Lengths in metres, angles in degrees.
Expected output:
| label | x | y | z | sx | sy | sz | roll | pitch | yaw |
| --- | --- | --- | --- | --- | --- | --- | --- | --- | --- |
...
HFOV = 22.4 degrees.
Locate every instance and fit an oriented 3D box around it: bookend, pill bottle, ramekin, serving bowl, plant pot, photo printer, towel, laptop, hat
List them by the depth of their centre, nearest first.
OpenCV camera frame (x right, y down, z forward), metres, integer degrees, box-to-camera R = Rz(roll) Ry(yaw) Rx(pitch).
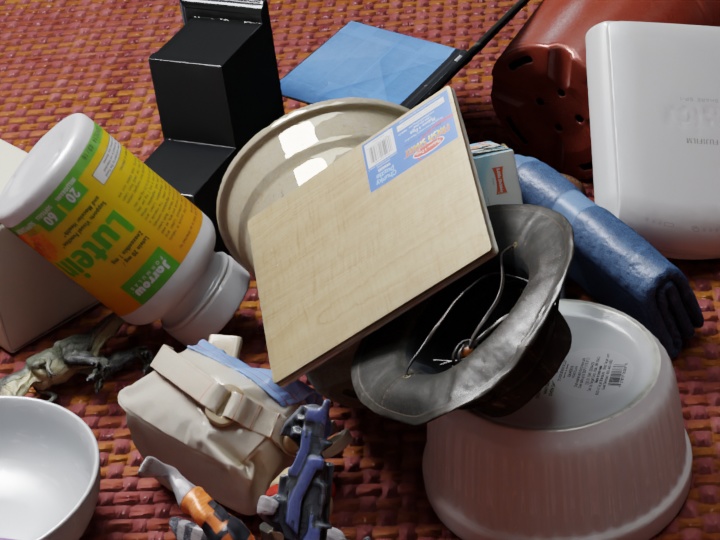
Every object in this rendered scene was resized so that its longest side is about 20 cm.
| label | x | y | z | sx | sy | sz | roll | pitch | yaw |
| --- | --- | --- | --- | --- | --- | --- | --- | --- | --- |
| hat | 0.090 | 0.045 | 1.241 | 0.200 | 0.081 | 0.201 | -38 | 28 | 24 |
| ramekin | 0.140 | 0.107 | 1.322 | 0.199 | 0.105 | 0.200 | -5 | 33 | 3 |
| serving bowl | -0.284 | 0.178 | 1.335 | 0.199 | 0.066 | 0.200 | -5 | 33 | 3 |
| plant pot | 0.000 | 0.000 | 1.426 | 0.199 | 0.201 | 0.184 | -12 | 45 | -7 |
| towel | 0.192 | -0.019 | 1.477 | 0.049 | 0.112 | 0.200 | -41 | 51 | -7 |
| pill bottle | -0.190 | -0.026 | 1.496 | 0.111 | 0.200 | 0.111 | -41 | 23 | 22 |
| photo printer | 0.277 | -0.109 | 1.557 | 0.166 | 0.069 | 0.201 | 2 | 76 | -13 |
| bookend | -0.151 | -0.113 | 1.625 | 0.092 | 0.199 | 0.200 | 9 | 38 | 23 |
| laptop | 0.048 | -0.221 | 1.701 | 0.116 | 0.200 | 0.187 | 45 | 39 | -3 |
| plant pot | 0.232 | -0.200 | 1.703 | 0.200 | 0.201 | 0.195 | 18 | 49 | 34 |

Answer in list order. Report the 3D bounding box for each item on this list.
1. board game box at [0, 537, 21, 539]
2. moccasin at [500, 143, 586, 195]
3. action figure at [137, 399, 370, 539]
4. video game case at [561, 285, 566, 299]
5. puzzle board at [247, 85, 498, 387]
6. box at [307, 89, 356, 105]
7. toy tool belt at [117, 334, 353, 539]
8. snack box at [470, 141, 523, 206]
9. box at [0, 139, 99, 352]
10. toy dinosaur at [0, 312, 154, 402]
| label | x | y | z | sx | sy | sz | roll | pitch | yaw |
| --- | --- | --- | --- | --- | --- | --- | --- | --- | --- |
| board game box | -0.181 | 0.233 | 1.183 | 0.199 | 0.121 | 0.032 | 5 | 35 | 17 |
| moccasin | 0.112 | -0.078 | 1.643 | 0.201 | 0.074 | 0.078 | 4 | 42 | 34 |
| action figure | -0.058 | 0.180 | 1.233 | 0.193 | 0.201 | 0.105 | 14 | -1 | 18 |
| video game case | 0.072 | 0.041 | 1.514 | 0.199 | 0.019 | 0.143 | -4 | 34 | 7 |
| puzzle board | 0.005 | -0.023 | 1.302 | 0.200 | 0.017 | 0.151 | -32 | 49 | 26 |
| box | -0.015 | -0.081 | 1.656 | 0.049 | 0.083 | 0.200 | -9 | 33 | 1 |
| toy tool belt | -0.073 | 0.112 | 1.344 | 0.199 | 0.125 | 0.123 | 22 | 51 | 35 |
| snack box | 0.102 | -0.037 | 1.400 | 0.037 | 0.117 | 0.200 | -11 | 6 | 0 |
| box | -0.335 | -0.035 | 1.609 | 0.109 | 0.128 | 0.200 | -33 | 41 | -32 |
| toy dinosaur | -0.221 | 0.073 | 1.503 | 0.088 | 0.048 | 0.200 | 14 | 35 | 39 |
